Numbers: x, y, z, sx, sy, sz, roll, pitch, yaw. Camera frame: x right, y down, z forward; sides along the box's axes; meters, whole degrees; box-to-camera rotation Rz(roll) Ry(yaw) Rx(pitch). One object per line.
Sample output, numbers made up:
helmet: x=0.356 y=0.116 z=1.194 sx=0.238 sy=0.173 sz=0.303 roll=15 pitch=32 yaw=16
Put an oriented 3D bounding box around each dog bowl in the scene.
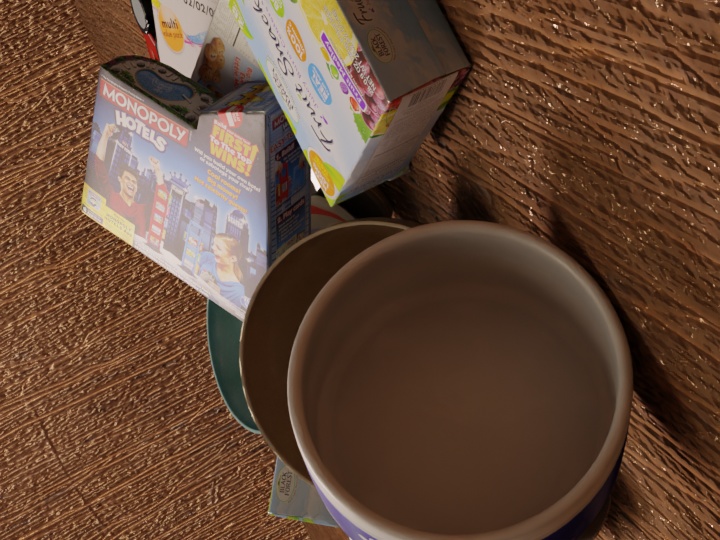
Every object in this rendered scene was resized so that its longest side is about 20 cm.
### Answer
dog bowl: x=0.059 y=0.077 z=1.027 sx=0.201 sy=0.199 sz=0.079 roll=59 pitch=172 yaw=26

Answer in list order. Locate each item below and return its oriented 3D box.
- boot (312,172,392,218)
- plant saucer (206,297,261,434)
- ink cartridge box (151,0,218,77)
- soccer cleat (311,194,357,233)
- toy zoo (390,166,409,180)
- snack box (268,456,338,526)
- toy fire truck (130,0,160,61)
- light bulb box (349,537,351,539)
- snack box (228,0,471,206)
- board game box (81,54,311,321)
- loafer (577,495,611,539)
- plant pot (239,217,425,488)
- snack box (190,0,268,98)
boot: x=-0.032 y=-0.092 z=1.506 sx=0.199 sy=0.075 sz=0.074 roll=31 pitch=140 yaw=39
plant saucer: x=-0.080 y=0.047 z=1.600 sx=0.199 sy=0.036 sz=0.203 roll=0 pitch=91 yaw=58
ink cartridge box: x=-0.113 y=-0.215 z=1.404 sx=0.115 sy=0.067 sz=0.202 roll=32 pitch=137 yaw=43
soccer cleat: x=0.000 y=0.000 z=1.405 sx=0.199 sy=0.073 sz=0.069 roll=27 pitch=143 yaw=42
toy zoo: x=-0.012 y=-0.155 z=1.341 sx=0.131 sy=0.020 sz=0.202 roll=51 pitch=163 yaw=53
snack box: x=-0.002 y=0.124 z=1.433 sx=0.200 sy=0.067 sz=0.171 roll=33 pitch=-115 yaw=-71
toy fire truck: x=-0.134 y=-0.178 z=1.707 sx=0.177 sy=0.127 sz=0.201 roll=58 pitch=159 yaw=31
light bulb box: x=0.088 y=0.329 z=1.731 sx=0.199 sy=0.124 sz=0.201 roll=55 pitch=166 yaw=41
snack box: x=-0.014 y=-0.156 z=1.156 sx=0.170 sy=0.067 sz=0.200 roll=62 pitch=164 yaw=10
board game box: x=-0.113 y=-0.082 z=1.348 sx=0.199 sy=0.062 sz=0.201 roll=33 pitch=134 yaw=17
loafer: x=0.143 y=0.169 z=1.257 sx=0.071 sy=0.074 sz=0.200 roll=30 pitch=172 yaw=-7
plant pot: x=0.027 y=0.052 z=1.257 sx=0.202 sy=0.199 sz=0.134 roll=65 pitch=-161 yaw=-5
snack box: x=-0.093 y=-0.146 z=1.348 sx=0.072 sy=0.024 sz=0.201 roll=38 pitch=137 yaw=10
